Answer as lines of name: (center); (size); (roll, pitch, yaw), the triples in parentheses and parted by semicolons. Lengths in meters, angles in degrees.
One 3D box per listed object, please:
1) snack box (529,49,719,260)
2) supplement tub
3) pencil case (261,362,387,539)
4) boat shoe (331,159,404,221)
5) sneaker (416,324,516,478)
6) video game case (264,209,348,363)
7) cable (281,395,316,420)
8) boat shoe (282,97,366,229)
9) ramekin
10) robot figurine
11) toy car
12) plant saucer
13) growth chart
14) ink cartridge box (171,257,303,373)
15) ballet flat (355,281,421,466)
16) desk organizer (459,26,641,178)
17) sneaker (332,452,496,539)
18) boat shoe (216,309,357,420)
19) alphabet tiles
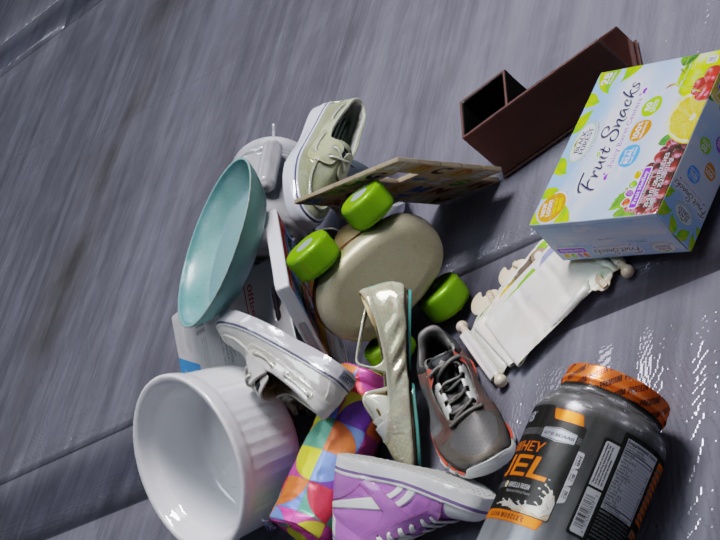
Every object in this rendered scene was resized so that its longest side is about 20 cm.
snack box: (0.277, -0.111, 1.531); (0.168, 0.068, 0.201); (-3, 51, 52)
supplement tub: (0.182, 0.188, 1.323); (0.122, 0.122, 0.201); (0, 60, 54)
pencil case: (-0.026, 0.198, 1.645); (0.088, 0.088, 0.201); (1, 60, 55)
boat shoe: (-0.002, -0.089, 1.919); (0.200, 0.071, 0.063); (-137, 54, -60)
sneaker: (0.089, 0.125, 1.538); (0.077, 0.082, 0.200); (-27, 33, -1)
video game case: (-0.055, 0.047, 1.730); (0.017, 0.201, 0.143); (-21, 37, 7)
cable: (-0.094, 0.122, 1.843); (0.098, 0.050, 0.200); (-60, 31, 3)
boat shoe: (-0.041, -0.135, 1.850); (0.062, 0.072, 0.201); (-23, 38, 34)
ramekin: (-0.155, 0.201, 1.721); (0.200, 0.097, 0.202); (17, 114, 44)
robot figurine: (-0.107, -0.080, 1.890); (0.170, 0.112, 0.201); (96, 179, -53)
toy car: (0.000, 0.000, 1.735); (0.158, 0.165, 0.200); (-42, 15, -9)
plant saucer: (-0.150, -0.027, 1.754); (0.200, 0.036, 0.201); (-51, 28, 41)
growth chart: (0.181, 0.026, 1.591); (0.200, 0.018, 0.145); (-44, 31, 17)
ink cartridge box: (-0.125, 0.071, 1.801); (0.199, 0.068, 0.117); (-29, 65, 40)
ballet flat: (0.026, 0.112, 1.609); (0.067, 0.062, 0.202); (103, 164, -77)
desk organizer: (0.207, -0.197, 1.720); (0.200, 0.077, 0.072); (-35, 35, 30)
sneaker: (0.049, 0.248, 1.522); (0.200, 0.072, 0.115); (4, 83, 48)
boat shoe: (-0.093, 0.103, 1.658); (0.199, 0.071, 0.070); (25, 75, 38)
alphabet tiles: (0.053, -0.093, 1.734); (0.167, 0.199, 0.008); (-20, 75, 44)
